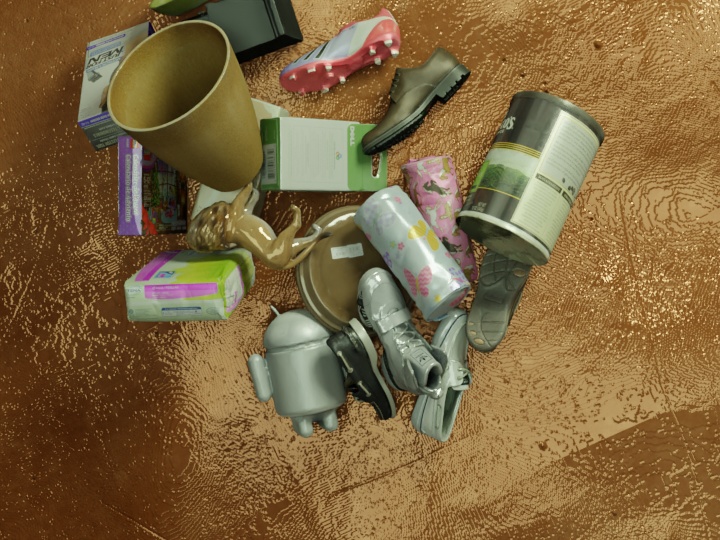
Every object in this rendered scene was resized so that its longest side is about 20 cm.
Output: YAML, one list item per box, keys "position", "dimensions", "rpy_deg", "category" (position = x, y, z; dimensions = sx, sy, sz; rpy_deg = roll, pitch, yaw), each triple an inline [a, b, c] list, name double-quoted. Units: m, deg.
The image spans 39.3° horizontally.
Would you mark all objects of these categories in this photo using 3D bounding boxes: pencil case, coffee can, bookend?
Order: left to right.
- position: [-0.199, -0.350, 1.467]
  dimensions: [0.197, 0.199, 0.093]
  rpy_deg: [-18, 99, 8]
  category: "bookend"
- position: [0.072, -0.024, 1.445]
  dimensions: [0.201, 0.083, 0.091]
  rpy_deg: [53, 132, 17]
  category: "pencil case"
- position: [0.118, -0.073, 1.504]
  dimensions: [0.085, 0.083, 0.203]
  rpy_deg: [-11, 92, 20]
  category: "pencil case"
- position: [0.241, -0.130, 1.432]
  dimensions: [0.145, 0.146, 0.202]
  rpy_deg: [25, 81, 5]
  category: "coffee can"

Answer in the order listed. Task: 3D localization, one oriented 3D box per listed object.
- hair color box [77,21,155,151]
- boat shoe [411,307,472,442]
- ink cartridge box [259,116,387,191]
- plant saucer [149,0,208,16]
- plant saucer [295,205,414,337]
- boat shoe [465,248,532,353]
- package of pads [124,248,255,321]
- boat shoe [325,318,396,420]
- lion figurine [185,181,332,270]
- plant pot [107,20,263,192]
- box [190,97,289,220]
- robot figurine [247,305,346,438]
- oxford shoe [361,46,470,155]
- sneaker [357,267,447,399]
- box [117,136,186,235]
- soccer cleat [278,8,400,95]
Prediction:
- position: [-0.353, -0.278, 1.502]
  dimensions: [0.108, 0.065, 0.202]
  rpy_deg: [-17, 47, 8]
  category: "hair color box"
- position: [0.139, 0.160, 1.514]
  dimensions: [0.066, 0.073, 0.203]
  rpy_deg: [26, 110, 39]
  category: "boat shoe"
- position: [-0.053, -0.171, 1.510]
  dimensions: [0.198, 0.059, 0.106]
  rpy_deg: [-3, 94, -37]
  category: "ink cartridge box"
- position: [-0.221, -0.430, 1.484]
  dimensions: [0.198, 0.201, 0.031]
  rpy_deg: [-29, 116, 8]
  category: "plant saucer"
- position: [0.000, 0.000, 1.507]
  dimensions: [0.197, 0.029, 0.204]
  rpy_deg: [3, 80, -17]
  category: "plant saucer"
- position: [0.206, 0.030, 1.507]
  dimensions: [0.074, 0.073, 0.202]
  rpy_deg: [23, 75, 13]
  category: "boat shoe"
- position: [-0.245, 0.017, 1.494]
  dimensions: [0.152, 0.200, 0.069]
  rpy_deg: [-2, 105, 6]
  category: "package of pads"
- position: [0.002, 0.158, 1.493]
  dimensions: [0.060, 0.202, 0.074]
  rpy_deg: [-29, 44, -10]
  category: "boat shoe"
- position: [-0.150, -0.050, 1.459]
  dimensions: [0.198, 0.073, 0.124]
  rpy_deg: [27, 80, 15]
  category: "lion figurine"
- position: [-0.217, -0.206, 1.393]
  dimensions: [0.184, 0.200, 0.189]
  rpy_deg: [-12, 55, 18]
  category: "plant pot"
- position: [-0.183, -0.161, 1.539]
  dimensions: [0.093, 0.078, 0.203]
  rpy_deg: [16, 95, 5]
  category: "box"
- position: [-0.085, 0.146, 1.525]
  dimensions: [0.167, 0.113, 0.204]
  rpy_deg: [-10, 92, -19]
  category: "robot figurine"
- position: [0.067, -0.254, 1.512]
  dimensions: [0.200, 0.073, 0.084]
  rpy_deg: [-44, 85, -5]
  category: "oxford shoe"
- position: [0.065, 0.094, 1.444]
  dimensions: [0.074, 0.114, 0.203]
  rpy_deg: [-27, 113, -22]
  category: "sneaker"
- position: [-0.305, -0.122, 1.494]
  dimensions: [0.038, 0.200, 0.139]
  rpy_deg: [1, 93, 8]
  category: "box"
- position: [-0.033, -0.330, 1.528]
  dimensions: [0.197, 0.067, 0.077]
  rpy_deg: [-20, 59, 13]
  category: "soccer cleat"
